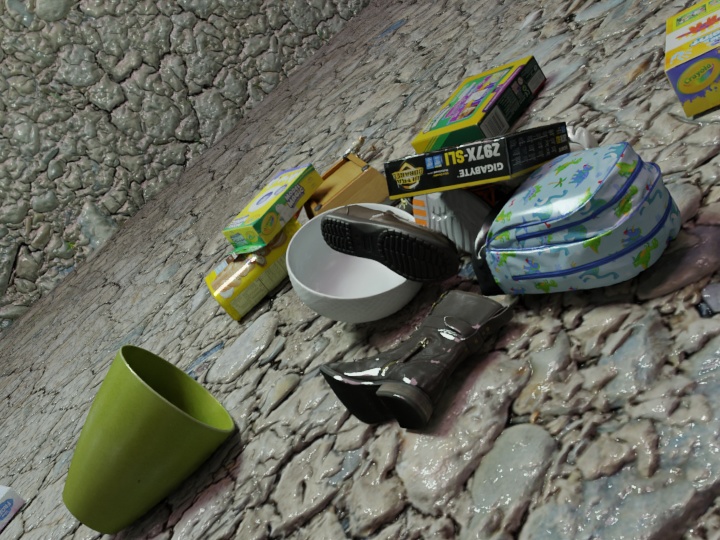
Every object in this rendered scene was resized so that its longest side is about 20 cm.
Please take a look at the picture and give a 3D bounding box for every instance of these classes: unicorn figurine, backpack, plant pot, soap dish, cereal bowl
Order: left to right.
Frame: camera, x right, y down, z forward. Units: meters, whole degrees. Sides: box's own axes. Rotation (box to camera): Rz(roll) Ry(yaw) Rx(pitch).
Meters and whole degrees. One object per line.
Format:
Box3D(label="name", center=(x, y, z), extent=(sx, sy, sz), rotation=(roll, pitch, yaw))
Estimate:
Box3D(label="plant pot", center=(-0.298, 0.238, 1.010), extent=(0.202, 0.186, 0.187), rotation=(-54, 23, -1))
Box3D(label="unicorn figurine", center=(-0.039, -0.199, 1.556), extent=(0.136, 0.074, 0.200), rotation=(-35, 6, 32))
Box3D(label="soap dish", center=(-0.029, -0.136, 1.390), extent=(0.156, 0.082, 0.200), rotation=(-39, 23, -1))
Box3D(label="cereal bowl", center=(0.000, 0.000, 1.042), extent=(0.195, 0.085, 0.202), rotation=(-5, 41, 4))
Box3D(label="backpack", center=(0.227, -0.050, 0.787), extent=(0.163, 0.156, 0.198), rotation=(-42, 34, -27))

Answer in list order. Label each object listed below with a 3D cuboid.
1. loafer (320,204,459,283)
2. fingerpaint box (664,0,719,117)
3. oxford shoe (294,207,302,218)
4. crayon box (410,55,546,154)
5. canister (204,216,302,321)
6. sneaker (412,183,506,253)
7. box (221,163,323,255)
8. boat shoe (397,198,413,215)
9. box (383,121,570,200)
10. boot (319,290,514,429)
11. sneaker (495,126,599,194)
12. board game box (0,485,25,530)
Box3D(label="loafer", center=(0.043, -0.048, 0.970), extent=(0.197, 0.074, 0.071), rotation=(21, 45, 26))
Box3D(label="fingerpaint box", center=(0.477, -0.290, 0.914), extent=(0.197, 0.074, 0.168), rotation=(-23, 26, 35))
Box3D(label="oxford shoe", center=(-0.171, -0.109, 1.526), extent=(0.200, 0.071, 0.073), rotation=(-44, 11, 32))
Box3D(label="crayon box", center=(0.205, -0.277, 1.328), extent=(0.171, 0.059, 0.201), rotation=(-6, 39, 55))
Box3D(label="canister", center=(-0.184, -0.012, 1.392), extent=(0.199, 0.087, 0.148), rotation=(-42, 23, -5))
Box3D(label="sneaker", center=(0.154, -0.078, 0.966), extent=(0.110, 0.080, 0.200), rotation=(-11, 19, -20))
Box3D(label="box", center=(-0.165, -0.105, 1.358), extent=(0.116, 0.049, 0.201), rotation=(-6, 41, 51))
Box3D(label="boat shoe", center=(0.095, -0.117, 1.123), extent=(0.201, 0.059, 0.073), rotation=(144, 140, -60))
Box3D(label="box", center=(0.143, -0.132, 0.905), extent=(0.157, 0.051, 0.199), rotation=(-5, 11, 35))
Box3D(label="boot", center=(0.062, 0.090, 0.860), extent=(0.198, 0.070, 0.174), rotation=(5, 45, 49))
Box3D(label="sneaker", center=(0.218, -0.126, 1.015), extent=(0.198, 0.075, 0.082), rotation=(-16, 40, 44))
Box3D(label="board game box", center=(-0.703, 0.469, 1.335), extent=(0.198, 0.041, 0.201), rotation=(-12, 35, 49))
